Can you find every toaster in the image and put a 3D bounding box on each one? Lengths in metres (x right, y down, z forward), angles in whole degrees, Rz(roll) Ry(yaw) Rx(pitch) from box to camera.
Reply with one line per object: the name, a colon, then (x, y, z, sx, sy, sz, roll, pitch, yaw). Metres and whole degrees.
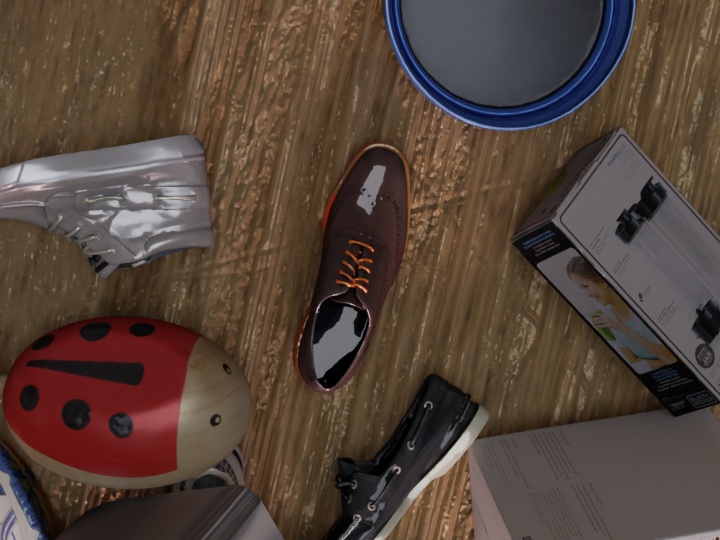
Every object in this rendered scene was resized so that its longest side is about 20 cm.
toaster: (-0.129, 0.262, 1.168, 0.199, 0.119, 0.182, -13, 112, 33)

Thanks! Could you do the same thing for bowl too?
bowl: (0.114, -0.212, 1.257, 0.198, 0.039, 0.203, -1, 97, -7)

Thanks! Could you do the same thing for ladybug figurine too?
ladybug figurine: (-0.181, 0.092, 1.210, 0.198, 0.072, 0.137, 2, 61, 7)

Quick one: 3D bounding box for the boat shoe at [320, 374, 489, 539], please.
boat shoe: (0.013, 0.164, 1.271, 0.066, 0.075, 0.199, 44, 89, -8)

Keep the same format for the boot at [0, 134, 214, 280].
boot: (-0.209, -0.039, 1.217, 0.198, 0.074, 0.097, -11, 91, -7)

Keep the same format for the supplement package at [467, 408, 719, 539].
supplement package: (0.201, 0.219, 1.230, 0.198, 0.191, 0.149, -8, 112, -6)

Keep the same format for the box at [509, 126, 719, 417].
box: (0.225, 0.001, 1.262, 0.200, 0.060, 0.117, 45, 58, -11)

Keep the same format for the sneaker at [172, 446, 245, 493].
sneaker: (-0.117, 0.234, 1.260, 0.076, 0.080, 0.202, -7, 99, -8)

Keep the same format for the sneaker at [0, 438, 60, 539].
sneaker: (-0.269, 0.231, 1.243, 0.087, 0.075, 0.202, -22, 96, 0)

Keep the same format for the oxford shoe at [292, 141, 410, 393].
oxford shoe: (0.000, 0.000, 1.250, 0.070, 0.073, 0.202, 13, 95, -8)
